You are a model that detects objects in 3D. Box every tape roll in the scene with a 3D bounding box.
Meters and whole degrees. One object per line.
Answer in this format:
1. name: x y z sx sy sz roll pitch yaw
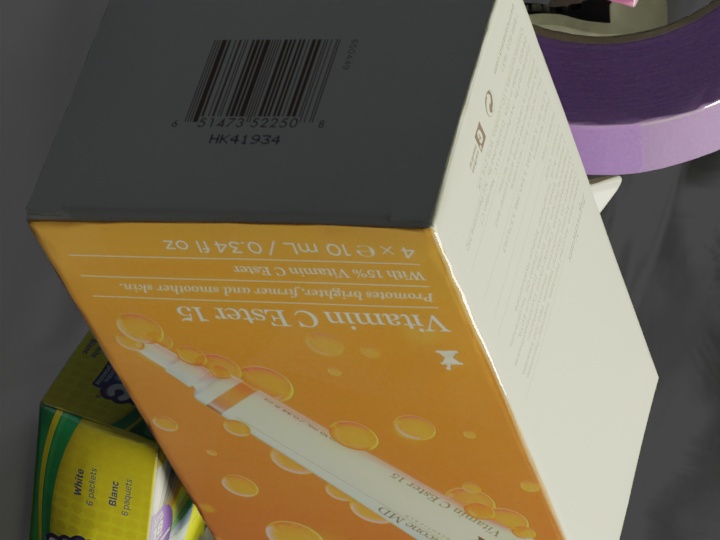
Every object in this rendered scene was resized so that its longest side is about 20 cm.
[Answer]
1. tape roll: 0.090 -0.140 1.033 0.066 0.200 0.201 70 38 -74

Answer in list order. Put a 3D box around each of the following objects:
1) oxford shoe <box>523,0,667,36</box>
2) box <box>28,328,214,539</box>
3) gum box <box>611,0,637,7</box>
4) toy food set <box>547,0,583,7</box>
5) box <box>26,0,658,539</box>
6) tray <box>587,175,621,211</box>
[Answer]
1. oxford shoe: 0.058 -0.067 1.132 0.200 0.073 0.085 -6 93 -41
2. box: -0.072 0.074 0.944 0.117 0.048 0.200 -59 165 -52
3. gum box: 0.091 -0.192 1.206 0.200 0.113 0.066 -57 161 -58
4. toy food set: 0.085 -0.057 1.459 0.200 0.060 0.144 -61 179 35
5. box: 0.002 0.011 0.838 0.200 0.124 0.098 64 34 -47
6. tray: 0.051 0.026 1.417 0.200 0.022 0.107 -53 162 23
